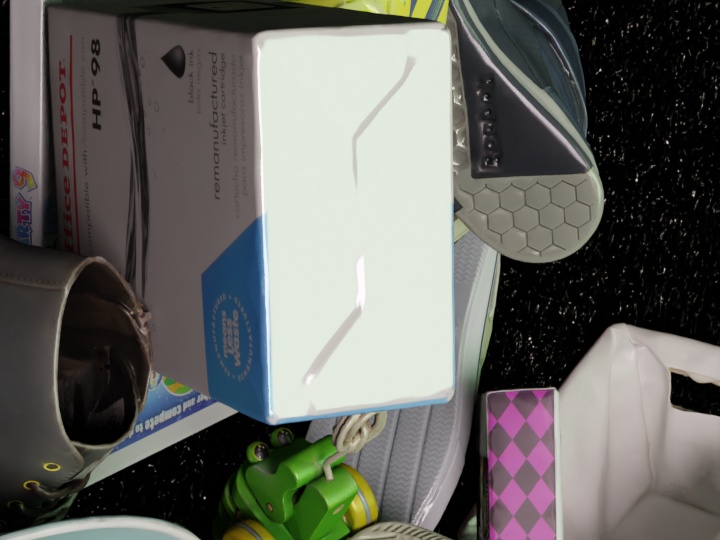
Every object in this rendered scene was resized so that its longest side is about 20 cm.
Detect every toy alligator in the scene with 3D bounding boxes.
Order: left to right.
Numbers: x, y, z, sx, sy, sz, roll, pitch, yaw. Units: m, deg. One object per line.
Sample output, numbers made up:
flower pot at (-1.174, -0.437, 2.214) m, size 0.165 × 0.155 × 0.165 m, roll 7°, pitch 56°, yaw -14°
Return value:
toy alligator at (-0.030, 0.091, 0.924) m, size 0.059 × 0.054 × 0.200 m, roll -30°, pitch 156°, yaw -30°

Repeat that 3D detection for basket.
basket at (0.153, 0.143, 1.234) m, size 0.200 × 0.135 × 0.124 m, roll -47°, pitch 143°, yaw -43°

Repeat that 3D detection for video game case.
video game case at (-0.081, -0.026, 0.868) m, size 0.143 × 0.018 × 0.201 m, roll -24°, pitch 121°, yaw -56°
video game case at (0.071, 0.153, 1.042) m, size 0.181 × 0.036 × 0.201 m, roll 55°, pitch 34°, yaw -87°

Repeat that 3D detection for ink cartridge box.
ink cartridge box at (-0.048, -0.028, 0.750) m, size 0.067 × 0.200 × 0.116 m, roll -7°, pitch 102°, yaw -28°

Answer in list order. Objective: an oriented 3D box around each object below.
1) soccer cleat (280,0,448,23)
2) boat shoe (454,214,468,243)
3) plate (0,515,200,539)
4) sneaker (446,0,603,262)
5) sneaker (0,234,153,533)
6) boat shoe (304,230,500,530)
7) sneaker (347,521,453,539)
soccer cleat at (-0.002, -0.075, 0.810) m, size 0.084 × 0.065 × 0.201 m, roll 3°, pitch 89°, yaw -87°
boat shoe at (-0.006, -0.003, 0.955) m, size 0.202 × 0.075 × 0.075 m, roll -47°, pitch 160°, yaw -61°
plate at (-0.138, 0.134, 0.738) m, size 0.200 × 0.026 × 0.200 m, roll -26°, pitch 152°, yaw -15°
sneaker at (0.024, -0.109, 0.934) m, size 0.202 × 0.077 × 0.146 m, roll 54°, pitch 17°, yaw -18°
sneaker at (-0.116, 0.075, 0.755) m, size 0.075 × 0.106 × 0.200 m, roll -45°, pitch 137°, yaw -43°
boat shoe at (0.028, 0.052, 1.040) m, size 0.200 × 0.072 × 0.062 m, roll -71°, pitch 156°, yaw -14°
sneaker at (-0.025, 0.177, 0.880) m, size 0.200 × 0.075 × 0.085 m, roll -28°, pitch 129°, yaw -38°
